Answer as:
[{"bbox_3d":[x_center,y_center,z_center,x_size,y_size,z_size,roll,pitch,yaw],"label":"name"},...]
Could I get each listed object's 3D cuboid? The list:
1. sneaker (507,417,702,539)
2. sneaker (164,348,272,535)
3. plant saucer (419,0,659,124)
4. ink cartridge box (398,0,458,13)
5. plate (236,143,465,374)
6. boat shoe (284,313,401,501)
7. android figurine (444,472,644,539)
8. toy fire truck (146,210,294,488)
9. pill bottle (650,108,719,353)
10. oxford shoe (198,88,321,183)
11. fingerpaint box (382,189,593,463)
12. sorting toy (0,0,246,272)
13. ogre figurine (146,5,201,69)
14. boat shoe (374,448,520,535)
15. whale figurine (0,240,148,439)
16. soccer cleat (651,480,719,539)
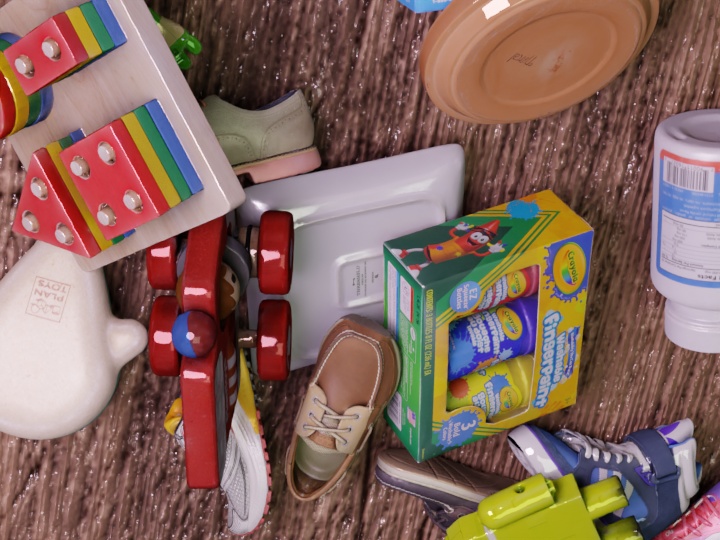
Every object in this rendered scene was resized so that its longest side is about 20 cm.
[{"bbox_3d":[0.245,0.174,1.439,0.146,0.081,0.200,-44,117,-2],"label":"sneaker"},{"bbox_3d":[-0.126,0.138,1.307,0.082,0.078,0.201,-14,107,-8],"label":"sneaker"},{"bbox_3d":[0.146,-0.180,1.210,0.200,0.032,0.200,-14,150,-8],"label":"plant saucer"},{"bbox_3d":[0.090,-0.314,1.161,0.146,0.084,0.201,-11,117,-13],"label":"ink cartridge box"},{"bbox_3d":[0.000,0.000,1.281,0.199,0.032,0.200,-13,128,-14],"label":"plate"},{"bbox_3d":[-0.018,0.126,1.288,0.075,0.074,0.200,21,133,5],"label":"boat shoe"},{"bbox_3d":[0.160,0.260,1.392,0.199,0.041,0.182,-23,128,4],"label":"android figurine"},{"bbox_3d":[-0.112,0.044,1.154,0.112,0.168,0.201,2,122,0],"label":"toy fire truck"},{"bbox_3d":[0.316,-0.034,1.347,0.112,0.112,0.201,-10,117,-14],"label":"pill bottle"},{"bbox_3d":[-0.132,-0.101,1.202,0.199,0.071,0.074,-12,102,-20],"label":"oxford shoe"},{"bbox_3d":[0.107,0.050,1.299,0.166,0.073,0.200,-17,131,-22],"label":"fingerpaint box"},{"bbox_3d":[-0.206,-0.099,1.066,0.070,0.199,0.200,-35,101,-42],"label":"sorting toy"},{"bbox_3d":[-0.169,-0.220,1.099,0.098,0.120,0.200,-22,120,-13],"label":"ogre figurine"},{"bbox_3d":[0.095,0.220,1.412,0.200,0.072,0.065,20,101,-31],"label":"boat shoe"},{"bbox_3d":[-0.245,0.035,1.213,0.159,0.104,0.201,14,86,0],"label":"whale figurine"},{"bbox_3d":[0.326,0.275,1.518,0.076,0.067,0.200,32,103,-23],"label":"soccer cleat"}]
